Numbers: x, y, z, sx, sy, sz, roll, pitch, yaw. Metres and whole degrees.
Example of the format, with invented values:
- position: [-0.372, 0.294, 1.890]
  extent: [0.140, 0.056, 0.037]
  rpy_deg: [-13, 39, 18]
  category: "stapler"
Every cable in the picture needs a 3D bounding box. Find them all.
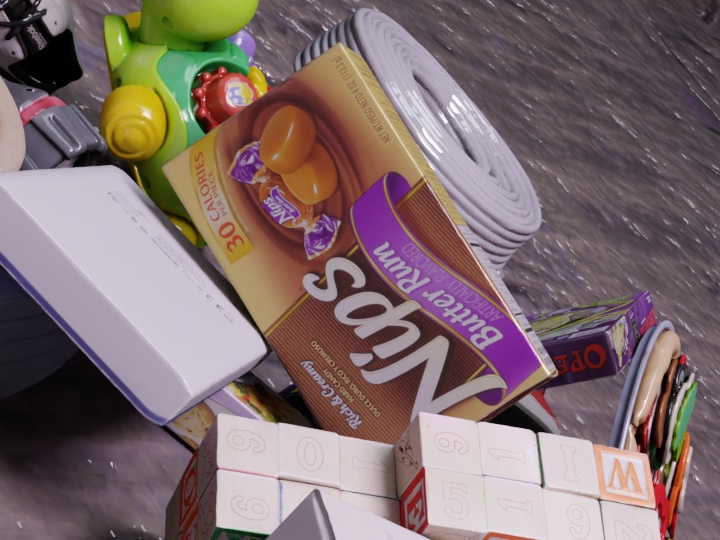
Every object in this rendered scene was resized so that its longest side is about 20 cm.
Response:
- position: [0.039, -0.085, 1.250]
  extent: [0.201, 0.069, 0.200]
  rpy_deg: [59, 17, 18]
  category: "cable"

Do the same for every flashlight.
- position: [-0.227, -0.118, 1.027]
  extent: [0.200, 0.068, 0.068]
  rpy_deg: [48, 24, 9]
  category: "flashlight"

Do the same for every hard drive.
- position: [-0.108, 0.005, 0.888]
  extent: [0.132, 0.025, 0.200]
  rpy_deg: [46, 9, 3]
  category: "hard drive"

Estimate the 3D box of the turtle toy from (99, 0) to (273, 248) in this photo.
- position: [-0.096, -0.101, 1.086]
  extent: [0.146, 0.100, 0.201]
  rpy_deg: [-98, 177, -59]
  category: "turtle toy"

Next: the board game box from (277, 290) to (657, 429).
- position: [0.060, 0.053, 1.048]
  extent: [0.120, 0.198, 0.033]
  rpy_deg: [-38, 113, -66]
  category: "board game box"

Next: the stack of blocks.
- position: [0.021, 0.120, 0.841]
  extent: [0.198, 0.115, 0.059]
  rpy_deg: [12, 49, -17]
  category: "stack of blocks"

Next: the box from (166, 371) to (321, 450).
- position: [-0.027, 0.111, 0.979]
  extent: [0.200, 0.041, 0.039]
  rpy_deg: [41, 20, -7]
  category: "box"

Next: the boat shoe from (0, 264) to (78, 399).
- position: [-0.195, 0.017, 0.822]
  extent: [0.062, 0.072, 0.199]
  rpy_deg: [45, 21, 23]
  category: "boat shoe"

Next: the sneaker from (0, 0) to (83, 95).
- position: [-0.204, -0.172, 1.075]
  extent: [0.080, 0.073, 0.200]
  rpy_deg: [58, -3, 24]
  category: "sneaker"

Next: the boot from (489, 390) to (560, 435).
- position: [0.054, 0.036, 1.224]
  extent: [0.200, 0.072, 0.145]
  rpy_deg: [47, 18, -17]
  category: "boot"

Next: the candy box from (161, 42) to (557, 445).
- position: [0.000, 0.000, 0.960]
  extent: [0.201, 0.116, 0.056]
  rpy_deg: [58, 9, 6]
  category: "candy box"

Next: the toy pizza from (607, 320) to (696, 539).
- position: [0.161, 0.129, 1.037]
  extent: [0.031, 0.202, 0.200]
  rpy_deg: [10, 14, 17]
  category: "toy pizza"

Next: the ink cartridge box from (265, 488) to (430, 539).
- position: [0.011, 0.194, 0.764]
  extent: [0.199, 0.129, 0.126]
  rpy_deg: [30, 24, -31]
  category: "ink cartridge box"

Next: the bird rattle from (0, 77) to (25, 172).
- position: [-0.221, -0.085, 0.908]
  extent: [0.200, 0.113, 0.163]
  rpy_deg: [48, 24, 12]
  category: "bird rattle"
